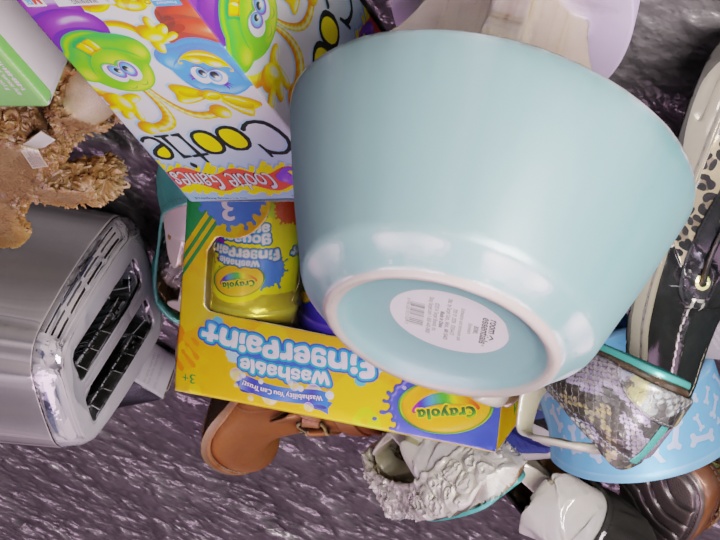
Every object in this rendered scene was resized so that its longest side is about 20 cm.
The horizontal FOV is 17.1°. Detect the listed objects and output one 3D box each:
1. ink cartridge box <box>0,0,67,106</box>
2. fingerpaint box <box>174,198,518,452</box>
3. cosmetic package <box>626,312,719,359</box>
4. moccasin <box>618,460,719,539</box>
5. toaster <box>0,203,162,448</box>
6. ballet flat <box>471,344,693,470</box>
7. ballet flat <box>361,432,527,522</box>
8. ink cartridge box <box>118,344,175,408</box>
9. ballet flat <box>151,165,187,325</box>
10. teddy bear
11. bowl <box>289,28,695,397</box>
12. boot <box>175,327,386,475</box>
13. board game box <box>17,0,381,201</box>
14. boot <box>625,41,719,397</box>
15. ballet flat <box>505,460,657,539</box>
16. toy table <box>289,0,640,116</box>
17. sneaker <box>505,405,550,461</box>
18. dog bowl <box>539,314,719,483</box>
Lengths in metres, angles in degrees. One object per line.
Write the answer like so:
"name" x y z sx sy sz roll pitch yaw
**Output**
"ink cartridge box" -0.273 -0.162 1.317 0.199 0.084 0.146 1 150 30
"fingerpaint box" 0.000 0.000 1.372 0.199 0.073 0.168 11 108 15
"cosmetic package" 0.243 -0.005 1.307 0.199 0.091 0.107 1 150 25
"moccasin" 0.221 0.149 1.614 0.074 0.078 0.202 54 173 18
"toaster" -0.216 0.037 1.546 0.128 0.200 0.114 6 131 22
"ballet flat" 0.088 0.047 1.232 0.072 0.072 0.200 41 176 -40
"ballet flat" 0.043 0.129 1.571 0.071 0.072 0.200 24 164 -13
"ink cartridge box" -0.271 0.047 1.772 0.200 0.047 0.197 33 151 -34
"ballet flat" -0.098 -0.018 1.503 0.067 0.071 0.200 5 154 -4
"teddy bear" -0.208 -0.091 1.456 0.144 0.067 0.200 9 148 -4
"bowl" 0.049 -0.012 1.126 0.200 0.106 0.201 14 153 7
"boot" -0.037 0.095 1.703 0.154 0.077 0.200 6 145 14
"board game box" -0.079 -0.131 1.235 0.102 0.105 0.200 1 150 29
"boot" 0.224 -0.003 1.205 0.153 0.073 0.205 20 111 19
"ballet flat" 0.130 0.159 1.620 0.068 0.068 0.200 34 -176 -31
"toy table" 0.067 -0.100 1.194 0.183 0.118 0.200 11 152 13
"sneaker" 0.091 0.080 1.568 0.199 0.081 0.115 26 151 -20
"dog bowl" 0.143 0.061 1.419 0.200 0.111 0.050 -140 37 -62
